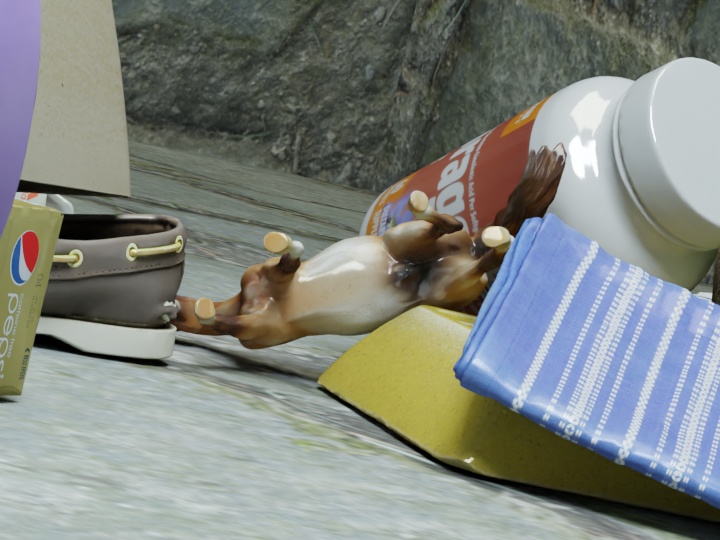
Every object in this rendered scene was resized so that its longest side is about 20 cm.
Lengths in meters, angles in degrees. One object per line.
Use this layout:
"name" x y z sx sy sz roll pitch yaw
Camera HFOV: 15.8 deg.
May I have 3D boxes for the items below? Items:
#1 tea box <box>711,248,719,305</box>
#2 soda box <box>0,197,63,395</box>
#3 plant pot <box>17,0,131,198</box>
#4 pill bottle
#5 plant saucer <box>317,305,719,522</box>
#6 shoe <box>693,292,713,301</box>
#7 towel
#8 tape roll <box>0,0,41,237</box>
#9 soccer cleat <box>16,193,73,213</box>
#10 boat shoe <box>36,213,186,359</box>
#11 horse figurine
"tea box" 0.292 -0.013 1.186 0.199 0.197 0.134 27 31 -5
"soda box" -0.208 -0.014 0.899 0.199 0.068 0.064 15 4 22
"plant pot" -0.217 -0.129 1.057 0.199 0.178 0.200 4 -1 23
"pill bottle" 0.098 -0.024 1.233 0.112 0.113 0.200 11 -27 -38
"plant saucer" 0.103 0.060 1.101 0.199 0.049 0.200 12 3 -18
"shoe" 0.121 0.039 1.359 0.199 0.072 0.091 10 2 34
"towel" 0.140 0.048 1.013 0.199 0.024 0.145 24 27 5
"tape roll" -0.170 -0.050 0.543 0.199 0.201 0.085 15 5 28
"soccer cleat" -0.218 -0.049 1.457 0.077 0.070 0.200 17 1 11
"boat shoe" -0.152 -0.006 1.052 0.199 0.060 0.072 10 4 -42
"horse figurine" 0.000 0.000 1.155 0.199 0.050 0.133 -16 -11 -2
